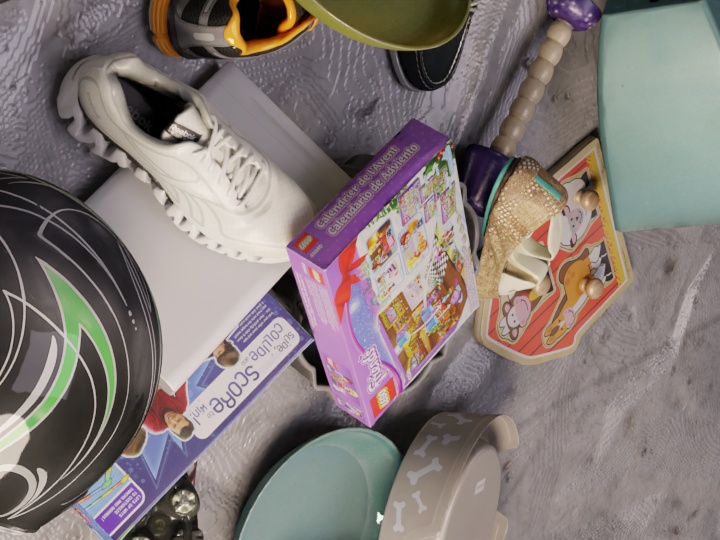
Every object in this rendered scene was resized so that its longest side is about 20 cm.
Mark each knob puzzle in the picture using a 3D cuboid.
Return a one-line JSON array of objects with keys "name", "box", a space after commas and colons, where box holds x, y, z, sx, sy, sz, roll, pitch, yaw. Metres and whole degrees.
[{"name": "knob puzzle", "box": [0.179, 0.004, 1.444, 0.219, 0.030, 0.221, -20, 120, -39]}]

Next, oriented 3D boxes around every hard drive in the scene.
[{"name": "hard drive", "box": [-0.111, -0.032, 1.088, 0.132, 0.027, 0.200, 44, 68, -4]}]

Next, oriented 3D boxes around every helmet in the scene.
[{"name": "helmet", "box": [-0.216, 0.041, 0.950, 0.200, 0.199, 0.192, 34, 84, -46]}]

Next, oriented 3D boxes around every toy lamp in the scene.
[{"name": "toy lamp", "box": [0.139, -0.139, 1.328, 0.058, 0.058, 0.201, 36, 80, -46]}]

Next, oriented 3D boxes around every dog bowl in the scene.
[{"name": "dog bowl", "box": [0.075, 0.215, 1.363, 0.200, 0.058, 0.201, -48, 145, -50]}]

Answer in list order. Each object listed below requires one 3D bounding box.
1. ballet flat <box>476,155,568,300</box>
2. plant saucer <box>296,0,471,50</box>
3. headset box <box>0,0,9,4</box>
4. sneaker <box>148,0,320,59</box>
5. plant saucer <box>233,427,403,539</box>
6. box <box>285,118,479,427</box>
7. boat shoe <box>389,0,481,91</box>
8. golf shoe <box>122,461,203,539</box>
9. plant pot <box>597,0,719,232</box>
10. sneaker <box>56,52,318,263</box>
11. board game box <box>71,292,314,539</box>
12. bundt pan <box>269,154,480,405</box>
[{"name": "ballet flat", "box": [0.127, -0.018, 1.292, 0.071, 0.065, 0.200, -55, 169, -24]}, {"name": "plant saucer", "box": [-0.007, -0.232, 1.091, 0.199, 0.031, 0.201, 22, 51, -30]}, {"name": "headset box", "box": [-0.235, -0.240, 0.885, 0.199, 0.092, 0.175, -30, 125, -33]}, {"name": "sneaker", "box": [-0.051, -0.193, 1.102, 0.199, 0.077, 0.079, -34, 126, -33]}, {"name": "plant saucer", "box": [-0.040, 0.220, 1.308, 0.199, 0.036, 0.202, -20, 120, -39]}, {"name": "box", "box": [0.021, 0.006, 1.134, 0.137, 0.039, 0.201, -46, 148, -23]}, {"name": "boat shoe", "box": [0.068, -0.233, 1.214, 0.075, 0.060, 0.202, -15, 116, -41]}, {"name": "golf shoe", "box": [-0.150, 0.120, 1.140, 0.077, 0.088, 0.202, 7, 80, -14]}, {"name": "plant pot", "box": [0.280, -0.160, 1.374, 0.142, 0.140, 0.201, -64, 142, -49]}, {"name": "sneaker", "box": [-0.105, -0.073, 1.036, 0.199, 0.081, 0.076, 35, 68, -19]}, {"name": "board game box", "box": [-0.147, 0.071, 1.085, 0.135, 0.034, 0.200, 47, 69, -3]}, {"name": "bundt pan", "box": [0.000, 0.000, 1.229, 0.201, 0.076, 0.204, -20, 120, -38]}]
